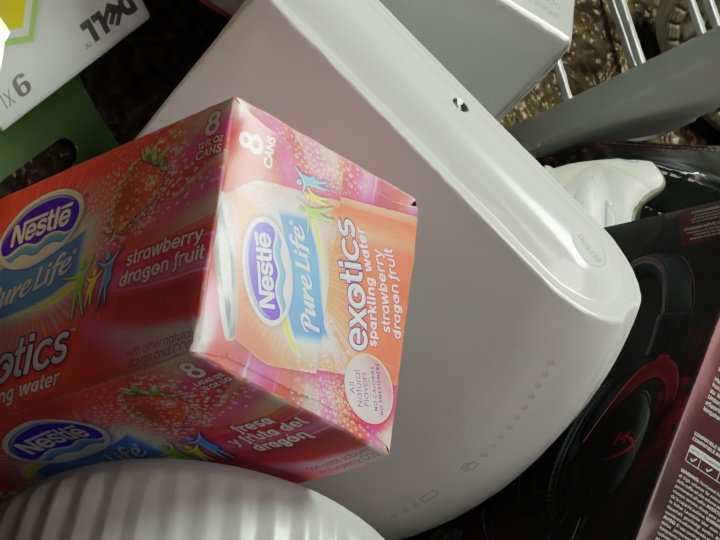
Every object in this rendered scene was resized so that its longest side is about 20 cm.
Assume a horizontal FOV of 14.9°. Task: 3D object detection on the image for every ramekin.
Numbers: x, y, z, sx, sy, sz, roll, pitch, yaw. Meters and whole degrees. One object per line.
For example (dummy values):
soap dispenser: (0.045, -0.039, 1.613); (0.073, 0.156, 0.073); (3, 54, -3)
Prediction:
ramekin: (-0.065, 0.153, 0.969); (0.200, 0.200, 0.105); (35, 43, -32)

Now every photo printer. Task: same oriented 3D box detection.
photo printer: (0.000, 0.000, 1.067); (0.200, 0.166, 0.069); (46, 34, 3)

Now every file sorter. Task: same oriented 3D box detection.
file sorter: (0.154, -0.146, 1.301); (0.139, 0.200, 0.125); (-11, 79, -47)

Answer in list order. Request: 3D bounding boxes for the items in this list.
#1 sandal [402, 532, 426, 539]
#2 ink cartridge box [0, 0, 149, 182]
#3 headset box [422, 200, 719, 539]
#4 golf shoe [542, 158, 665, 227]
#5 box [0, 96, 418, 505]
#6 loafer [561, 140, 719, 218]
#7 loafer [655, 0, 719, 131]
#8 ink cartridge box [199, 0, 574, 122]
sandal: (0.050, 0.092, 1.187); (0.200, 0.045, 0.075); (-33, 109, -58)
ink cartridge box: (-0.151, -0.108, 1.069); (0.104, 0.059, 0.200); (-44, 108, -46)
headset box: (0.115, 0.062, 1.100); (0.075, 0.148, 0.201); (34, 66, -25)
golf shoe: (0.121, 0.046, 1.224); (0.078, 0.097, 0.201); (-96, 169, -84)
box: (-0.084, 0.025, 0.986); (0.095, 0.200, 0.103); (30, 56, -36)
loafer: (0.174, -0.031, 1.385); (0.200, 0.073, 0.072); (18, 33, -35)
loafer: (0.231, -0.097, 1.458); (0.200, 0.076, 0.068); (36, 19, -24)
ink cartridge box: (0.015, -0.166, 1.150); (0.147, 0.086, 0.200); (29, 42, -19)
